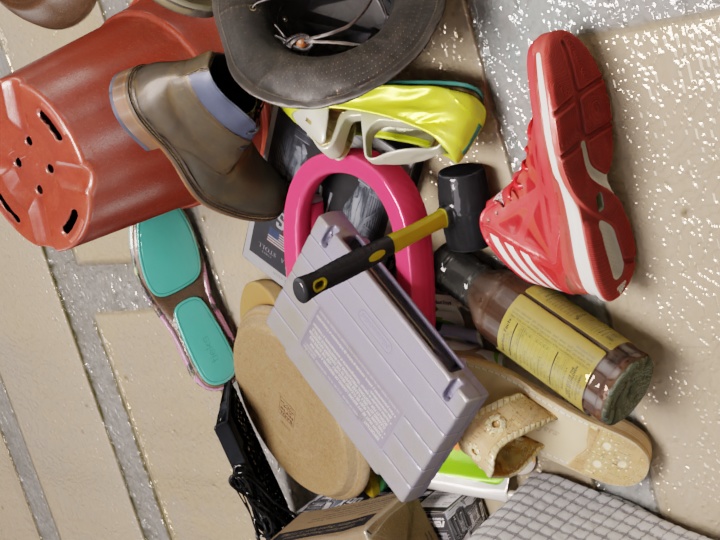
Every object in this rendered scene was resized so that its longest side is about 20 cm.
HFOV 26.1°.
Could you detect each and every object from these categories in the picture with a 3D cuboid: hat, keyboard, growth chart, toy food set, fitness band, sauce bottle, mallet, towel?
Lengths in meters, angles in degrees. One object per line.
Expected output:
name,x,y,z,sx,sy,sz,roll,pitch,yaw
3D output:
hat,-0.014,-0.194,1.170,0.199,0.202,0.081,29,169,28
keyboard,-0.082,0.204,1.453,0.039,0.105,0.202,-15,121,13
growth chart,0.071,0.105,1.306,0.143,0.018,0.202,-3,110,33
toy food set,-0.050,0.117,1.405,0.199,0.048,0.200,32,139,41
fitness band,0.000,0.000,1.263,0.142,0.037,0.203,10,112,41
sauce bottle,0.133,0.041,1.191,0.200,0.064,0.065,38,135,35
mallet,0.029,-0.012,1.165,0.041,0.199,0.067,12,127,46
towel,0.174,0.251,1.197,0.198,0.165,0.087,16,127,38

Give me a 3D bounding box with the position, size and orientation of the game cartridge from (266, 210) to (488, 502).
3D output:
game cartridge,0.009,0.068,1.222,0.201,0.038,0.130,51,136,26

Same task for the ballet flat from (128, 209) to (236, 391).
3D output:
ballet flat,-0.173,0.021,1.480,0.202,0.069,0.071,66,163,-8

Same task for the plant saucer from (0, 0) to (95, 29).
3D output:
plant saucer,-0.318,-0.318,1.442,0.199,0.036,0.203,22,125,35

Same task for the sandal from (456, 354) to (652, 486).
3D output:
sandal,0.119,0.130,1.193,0.209,0.070,0.078,17,127,7

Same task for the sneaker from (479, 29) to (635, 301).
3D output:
sneaker,0.124,-0.072,1.130,0.115,0.078,0.203,2,113,41

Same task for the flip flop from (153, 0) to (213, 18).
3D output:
flip flop,-0.175,-0.300,1.296,0.057,0.081,0.202,-31,84,33

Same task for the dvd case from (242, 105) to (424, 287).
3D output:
dvd case,-0.027,-0.053,1.321,0.150,0.025,0.202,36,132,24

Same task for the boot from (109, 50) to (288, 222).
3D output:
boot,-0.100,-0.104,1.243,0.096,0.076,0.199,-15,145,35

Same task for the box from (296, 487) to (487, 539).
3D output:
box,0.046,0.279,1.417,0.199,0.050,0.159,-10,105,46

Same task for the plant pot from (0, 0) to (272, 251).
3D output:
plant pot,-0.212,-0.121,1.333,0.199,0.194,0.203,22,126,34

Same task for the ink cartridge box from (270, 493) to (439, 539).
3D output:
ink cartridge box,0.019,0.306,1.367,0.164,0.075,0.202,-23,97,47

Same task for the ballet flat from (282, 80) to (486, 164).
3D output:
ballet flat,0.002,-0.117,1.201,0.198,0.067,0.068,9,76,28
